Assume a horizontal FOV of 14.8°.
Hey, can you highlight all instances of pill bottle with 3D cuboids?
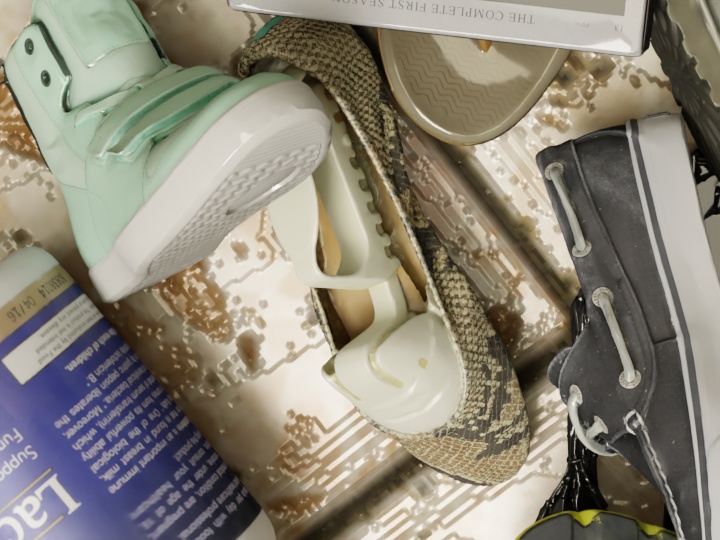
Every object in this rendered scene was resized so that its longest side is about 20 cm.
[{"bbox_3d":[-0.104,0.100,1.058,0.116,0.116,0.200,-40,92,13],"label":"pill bottle"}]

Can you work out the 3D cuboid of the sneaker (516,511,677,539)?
[{"bbox_3d":[0.131,0.138,1.031,0.199,0.085,0.075,17,61,-17],"label":"sneaker"}]

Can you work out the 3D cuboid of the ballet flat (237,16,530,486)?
[{"bbox_3d":[0.000,0.000,1.044,0.068,0.075,0.201,-20,97,28],"label":"ballet flat"}]

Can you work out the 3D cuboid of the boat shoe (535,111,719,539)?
[{"bbox_3d":[0.101,0.039,0.983,0.067,0.072,0.201,-12,67,6],"label":"boat shoe"}]

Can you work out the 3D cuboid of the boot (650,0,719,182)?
[{"bbox_3d":[0.199,-0.120,0.994,0.199,0.073,0.182,-28,109,-6],"label":"boot"}]

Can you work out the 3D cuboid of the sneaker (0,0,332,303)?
[{"bbox_3d":[-0.082,-0.063,0.997,0.074,0.200,0.119,-27,88,-24],"label":"sneaker"}]

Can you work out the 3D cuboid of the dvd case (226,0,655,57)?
[{"bbox_3d":[0.035,-0.181,0.945,0.149,0.025,0.201,7,101,11],"label":"dvd case"}]

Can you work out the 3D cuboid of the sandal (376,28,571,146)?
[{"bbox_3d":[0.068,-0.140,1.021,0.080,0.054,0.201,33,103,2],"label":"sandal"}]

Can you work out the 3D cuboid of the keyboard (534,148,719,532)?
[{"bbox_3d":[0.133,0.053,1.062,0.126,0.021,0.201,4,99,2],"label":"keyboard"}]
